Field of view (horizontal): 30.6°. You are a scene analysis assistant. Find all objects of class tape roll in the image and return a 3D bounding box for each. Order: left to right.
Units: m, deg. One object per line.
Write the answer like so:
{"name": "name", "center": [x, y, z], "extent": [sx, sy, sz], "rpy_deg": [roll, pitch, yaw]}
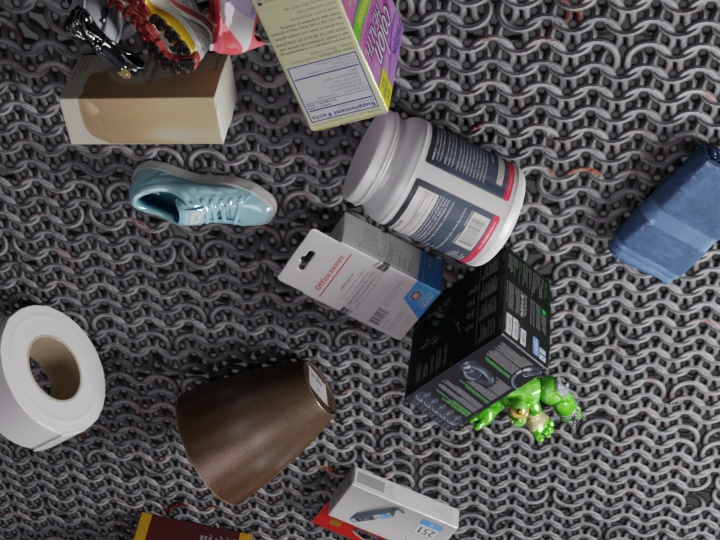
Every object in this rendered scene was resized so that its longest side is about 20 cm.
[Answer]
{"name": "tape roll", "center": [-0.469, 0.156, 1.925], "extent": [0.070, 0.203, 0.203], "rpy_deg": [-26, 123, 28]}

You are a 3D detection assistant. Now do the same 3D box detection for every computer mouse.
{"name": "computer mouse", "center": [-0.302, -0.297, 1.513], "extent": [0.044, 0.201, 0.109], "rpy_deg": [-43, 127, 13]}

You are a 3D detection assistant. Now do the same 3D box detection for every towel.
{"name": "towel", "center": [0.415, -0.072, 1.684], "extent": [0.111, 0.049, 0.200], "rpy_deg": [27, 131, -15]}

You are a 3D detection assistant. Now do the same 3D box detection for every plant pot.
{"name": "plant pot", "center": [-0.142, 0.220, 1.964], "extent": [0.199, 0.188, 0.187], "rpy_deg": [-30, 122, 13]}

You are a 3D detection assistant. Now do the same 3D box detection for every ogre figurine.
{"name": "ogre figurine", "center": [0.224, 0.187, 1.919], "extent": [0.198, 0.099, 0.120], "rpy_deg": [20, 152, 12]}

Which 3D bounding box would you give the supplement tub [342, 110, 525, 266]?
{"name": "supplement tub", "center": [0.092, -0.104, 1.645], "extent": [0.199, 0.141, 0.141], "rpy_deg": [25, 131, -13]}

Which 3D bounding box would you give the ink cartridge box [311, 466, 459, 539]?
{"name": "ink cartridge box", "center": [0.037, 0.423, 2.187], "extent": [0.199, 0.045, 0.177], "rpy_deg": [24, 129, -12]}

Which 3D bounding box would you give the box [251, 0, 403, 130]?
{"name": "box", "center": [-0.035, -0.295, 1.471], "extent": [0.096, 0.177, 0.201], "rpy_deg": [-11, 129, 19]}

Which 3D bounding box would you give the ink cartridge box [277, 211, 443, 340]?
{"name": "ink cartridge box", "center": [0.000, 0.000, 1.800], "extent": [0.199, 0.068, 0.116], "rpy_deg": [27, 130, -15]}

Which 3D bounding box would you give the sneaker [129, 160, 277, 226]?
{"name": "sneaker", "center": [-0.213, -0.082, 1.752], "extent": [0.198, 0.082, 0.074], "rpy_deg": [11, 133, -1]}

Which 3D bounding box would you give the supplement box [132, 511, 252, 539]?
{"name": "supplement box", "center": [-0.303, 0.547, 2.247], "extent": [0.198, 0.198, 0.134], "rpy_deg": [12, 133, -1]}

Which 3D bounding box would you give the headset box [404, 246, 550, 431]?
{"name": "headset box", "center": [0.155, 0.098, 1.790], "extent": [0.093, 0.175, 0.200], "rpy_deg": [37, 126, -22]}

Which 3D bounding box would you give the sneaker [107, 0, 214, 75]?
{"name": "sneaker", "center": [-0.241, -0.321, 1.491], "extent": [0.077, 0.082, 0.201], "rpy_deg": [-11, 124, 41]}

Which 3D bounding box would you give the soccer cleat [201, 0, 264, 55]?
{"name": "soccer cleat", "center": [-0.142, -0.344, 1.533], "extent": [0.076, 0.067, 0.201], "rpy_deg": [-9, 131, -23]}

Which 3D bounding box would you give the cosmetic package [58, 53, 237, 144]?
{"name": "cosmetic package", "center": [-0.260, -0.213, 1.631], "extent": [0.198, 0.106, 0.072], "rpy_deg": [-1, 131, 8]}
